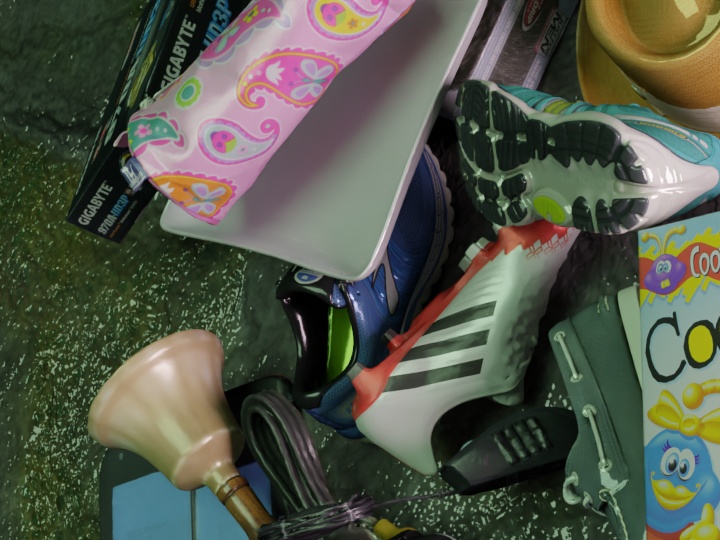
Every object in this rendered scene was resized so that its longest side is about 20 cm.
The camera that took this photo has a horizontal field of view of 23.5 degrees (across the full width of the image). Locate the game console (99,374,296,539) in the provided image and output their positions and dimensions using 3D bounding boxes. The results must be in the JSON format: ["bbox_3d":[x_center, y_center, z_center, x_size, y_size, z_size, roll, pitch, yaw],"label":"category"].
[{"bbox_3d":[-0.107,0.184,1.143,0.176,0.031,0.202,-24,60,37],"label":"game console"}]

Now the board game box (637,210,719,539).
[{"bbox_3d":[0.203,0.079,0.826,0.104,0.103,0.202,-15,65,40],"label":"board game box"}]

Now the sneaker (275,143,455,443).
[{"bbox_3d":[0.000,0.000,1.064,0.078,0.089,0.202,-5,72,42],"label":"sneaker"}]

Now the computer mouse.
[{"bbox_3d":[0.036,0.113,0.955,0.198,0.059,0.034,-17,76,-1],"label":"computer mouse"}]

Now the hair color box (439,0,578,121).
[{"bbox_3d":[0.035,-0.162,1.111,0.199,0.060,0.100,29,95,45],"label":"hair color box"}]

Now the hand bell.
[{"bbox_3d":[-0.076,0.144,1.077,0.104,0.104,0.200,-50,62,19],"label":"hand bell"}]

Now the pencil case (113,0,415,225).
[{"bbox_3d":[-0.057,-0.121,1.023,0.200,0.087,0.088,-46,48,13],"label":"pencil case"}]

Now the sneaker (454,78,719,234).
[{"bbox_3d":[0.117,-0.060,0.933,0.199,0.079,0.078,25,122,55],"label":"sneaker"}]

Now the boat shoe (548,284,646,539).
[{"bbox_3d":[0.136,0.103,0.897,0.061,0.073,0.202,-16,55,19],"label":"boat shoe"}]

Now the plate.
[{"bbox_3d":[-0.019,-0.096,1.060,0.199,0.032,0.202,14,78,47],"label":"plate"}]

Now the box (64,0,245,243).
[{"bbox_3d":[-0.133,-0.140,1.201,0.159,0.046,0.202,-45,25,50],"label":"box"}]

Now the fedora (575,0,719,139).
[{"bbox_3d":[0.180,-0.149,0.947,0.199,0.081,0.203,-18,62,39],"label":"fedora"}]

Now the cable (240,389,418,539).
[{"bbox_3d":[-0.005,0.155,1.027,0.200,0.050,0.098,48,142,37],"label":"cable"}]

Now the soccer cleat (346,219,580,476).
[{"bbox_3d":[0.079,0.031,0.999,0.200,0.069,0.085,-45,86,2],"label":"soccer cleat"}]

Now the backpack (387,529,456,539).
[{"bbox_3d":[0.014,0.261,0.897,0.177,0.150,0.201,-35,84,38],"label":"backpack"}]
